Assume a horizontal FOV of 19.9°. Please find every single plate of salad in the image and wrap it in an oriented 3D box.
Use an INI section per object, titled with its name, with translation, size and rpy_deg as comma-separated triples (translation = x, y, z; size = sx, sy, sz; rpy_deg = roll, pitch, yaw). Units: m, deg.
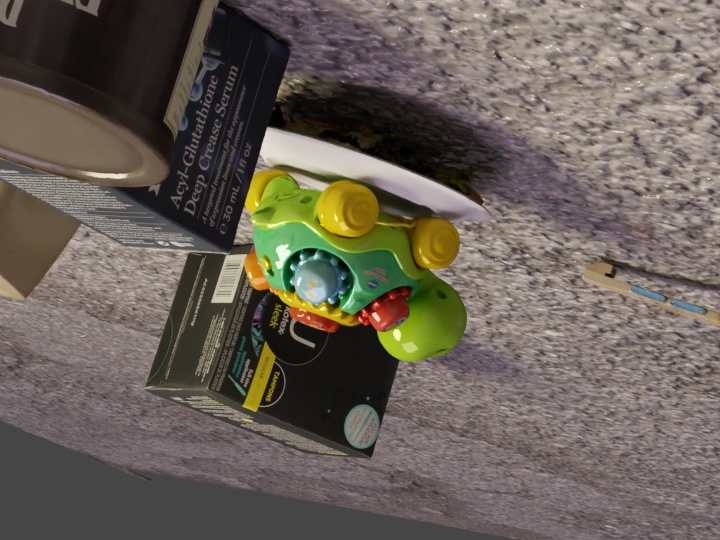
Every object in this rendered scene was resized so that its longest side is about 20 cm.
[plate of salad]
translation = 0.004, -0.079, 1.485
size = 0.199, 0.048, 0.200
rpy_deg = 20, 176, 1

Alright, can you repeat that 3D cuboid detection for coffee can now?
[coffee can]
translation = -0.134, -0.160, 0.994
size = 0.146, 0.201, 0.146
rpy_deg = 15, 166, 4

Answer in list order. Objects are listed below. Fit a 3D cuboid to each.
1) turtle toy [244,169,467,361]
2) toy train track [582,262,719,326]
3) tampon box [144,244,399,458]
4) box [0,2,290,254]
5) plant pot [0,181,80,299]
[turtle toy]
translation = 0.000, 0.000, 1.492
size = 0.199, 0.101, 0.146
rpy_deg = 22, 175, -32
[toy train track]
translation = 0.274, 0.023, 1.619
size = 0.199, 0.033, 0.115
rpy_deg = 18, 175, 18
[tampon box]
translation = -0.077, 0.080, 1.991
size = 0.200, 0.150, 0.126
rpy_deg = 24, 165, -31
[box]
translation = -0.161, -0.116, 1.314
size = 0.107, 0.149, 0.200
rpy_deg = 3, 162, 42
[plant pot]
translation = -0.300, -0.090, 1.518
size = 0.199, 0.178, 0.200
rpy_deg = 14, 166, 10
